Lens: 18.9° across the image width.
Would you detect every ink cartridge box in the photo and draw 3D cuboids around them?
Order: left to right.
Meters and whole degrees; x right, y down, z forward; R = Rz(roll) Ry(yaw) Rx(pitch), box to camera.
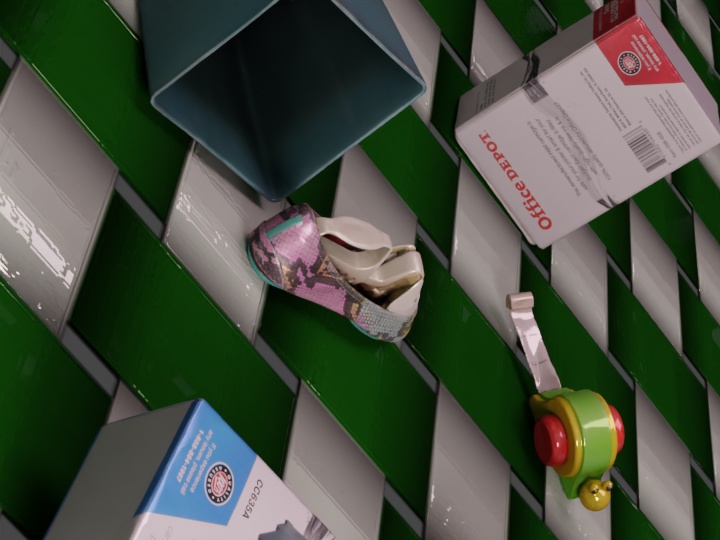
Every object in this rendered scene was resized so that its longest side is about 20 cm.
[{"bbox_3d":[-0.071,0.187,1.091,0.200,0.085,0.147,47,46,-25],"label":"ink cartridge box"},{"bbox_3d":[0.203,-0.136,1.944,0.145,0.199,0.084,52,20,-19],"label":"ink cartridge box"}]

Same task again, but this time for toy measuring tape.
[{"bbox_3d":[0.165,0.097,1.746,0.073,0.073,0.202,21,47,-56],"label":"toy measuring tape"}]

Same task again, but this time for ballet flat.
[{"bbox_3d":[0.000,0.000,1.521,0.200,0.071,0.070,28,38,-53],"label":"ballet flat"}]

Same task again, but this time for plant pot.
[{"bbox_3d":[-0.068,-0.188,1.518,0.141,0.141,0.201,39,24,-42],"label":"plant pot"}]
